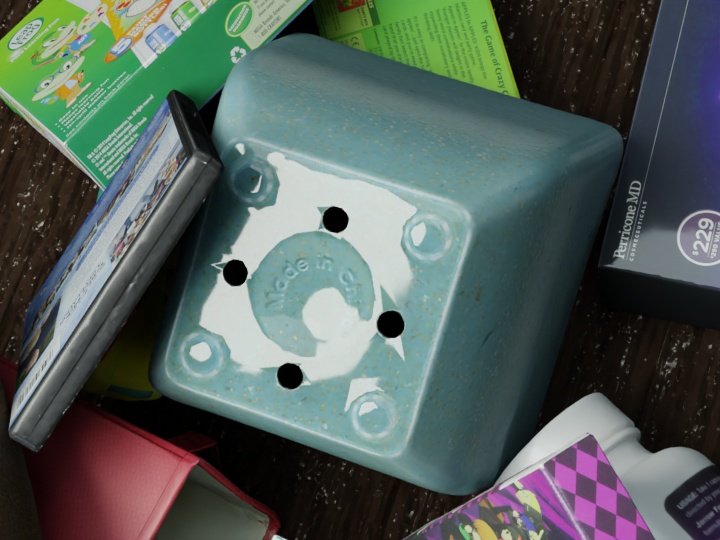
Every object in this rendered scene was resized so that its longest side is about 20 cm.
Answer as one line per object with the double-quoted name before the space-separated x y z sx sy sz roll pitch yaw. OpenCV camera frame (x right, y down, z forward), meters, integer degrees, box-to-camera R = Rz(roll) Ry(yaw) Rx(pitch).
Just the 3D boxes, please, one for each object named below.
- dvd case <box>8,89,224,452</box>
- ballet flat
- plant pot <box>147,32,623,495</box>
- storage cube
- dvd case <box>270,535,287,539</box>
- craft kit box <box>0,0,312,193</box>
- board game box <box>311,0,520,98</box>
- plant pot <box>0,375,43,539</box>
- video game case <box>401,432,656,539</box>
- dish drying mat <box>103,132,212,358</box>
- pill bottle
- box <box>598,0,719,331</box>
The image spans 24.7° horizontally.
"dvd case" -0.114 -0.009 0.755 0.018 0.200 0.143 33 96 -15
"ballet flat" -0.121 -0.006 0.926 0.067 0.067 0.200 24 43 -19
"plant pot" 0.000 0.000 0.797 0.196 0.200 0.197 18 100 11
"storage cube" -0.173 0.149 0.834 0.180 0.171 0.200 24 78 18
"dvd case" -0.067 0.196 0.783 0.022 0.200 0.146 33 80 6
"craft kit box" -0.113 -0.150 0.934 0.200 0.049 0.197 -45 29 -7
"board game box" 0.037 -0.108 0.948 0.101 0.048 0.200 -16 70 4
"plant pot" -0.217 0.090 0.692 0.187 0.187 0.200 -11 55 7
"video game case" 0.106 0.188 0.749 0.036 0.181 0.200 -26 81 -27
"dish drying mat" -0.097 -0.026 0.854 0.018 0.077 0.200 33 40 -6
"pill bottle" 0.159 0.158 0.802 0.111 0.111 0.200 -42 70 -5
"box" 0.218 -0.069 0.888 0.141 0.079 0.200 11 74 16
